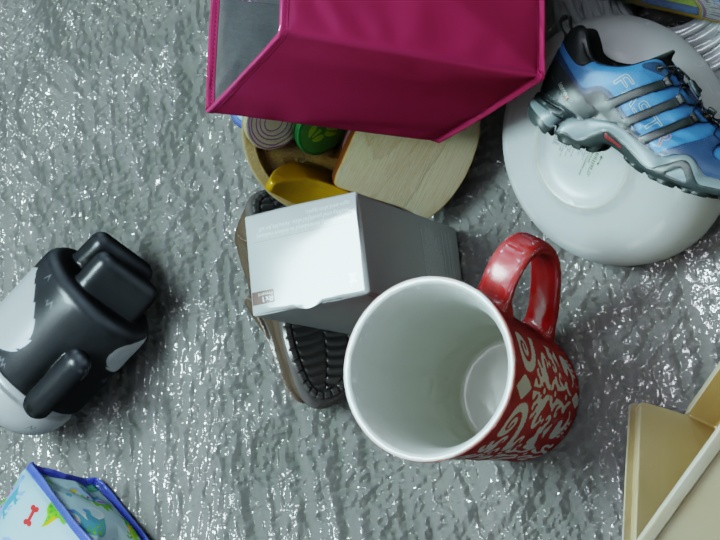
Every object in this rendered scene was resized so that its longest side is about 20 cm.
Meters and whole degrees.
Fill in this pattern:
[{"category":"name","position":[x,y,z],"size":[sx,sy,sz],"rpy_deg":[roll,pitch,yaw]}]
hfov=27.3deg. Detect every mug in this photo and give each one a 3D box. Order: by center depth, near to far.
[{"category":"mug","position":[0.106,0.076,1.137],"size":[0.177,0.200,0.134],"rpy_deg":[-34,67,16]}]

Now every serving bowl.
[{"category":"serving bowl","position":[0.188,-0.096,1.159],"size":[0.199,0.066,0.202],"rpy_deg":[13,111,37]}]

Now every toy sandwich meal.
[{"category":"toy sandwich meal","position":[0.001,-0.114,1.236],"size":[0.205,0.205,0.070],"rpy_deg":[-44,34,12]}]

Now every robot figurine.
[{"category":"robot figurine","position":[-0.279,0.059,1.372],"size":[0.200,0.150,0.125],"rpy_deg":[-45,80,12]}]

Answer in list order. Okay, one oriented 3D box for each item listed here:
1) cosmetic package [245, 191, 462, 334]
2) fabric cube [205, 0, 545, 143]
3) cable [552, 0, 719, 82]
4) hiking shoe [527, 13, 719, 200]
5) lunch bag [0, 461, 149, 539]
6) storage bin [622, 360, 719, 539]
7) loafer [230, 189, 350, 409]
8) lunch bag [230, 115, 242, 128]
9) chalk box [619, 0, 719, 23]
[{"category":"cosmetic package","position":[0.000,0.000,1.203],"size":[0.106,0.200,0.091],"rpy_deg":[-11,75,23]},{"category":"fabric cube","position":[0.007,-0.221,1.093],"size":[0.196,0.198,0.202],"rpy_deg":[152,121,-68]},{"category":"cable","position":[0.256,-0.228,1.196],"size":[0.199,0.069,0.201],"rpy_deg":[26,91,29]},{"category":"hiking shoe","position":[0.220,-0.110,1.057],"size":[0.199,0.074,0.087],"rpy_deg":[22,106,13]},{"category":"lunch bag","position":[-0.260,0.301,1.316],"size":[0.200,0.127,0.171],"rpy_deg":[42,99,36]},{"category":"storage bin","position":[0.268,0.089,1.018],"size":[0.093,0.199,0.201],"rpy_deg":[23,123,-3]},{"category":"loafer","position":[-0.061,0.030,1.312],"size":[0.071,0.073,0.202],"rpy_deg":[-39,62,52]},{"category":"lunch bag","position":[-0.035,-0.218,1.332],"size":[0.159,0.082,0.202],"rpy_deg":[1,81,23]},{"category":"chalk box","position":[0.259,-0.260,1.091],"size":[0.199,0.124,0.125],"rpy_deg":[18,87,28]}]
